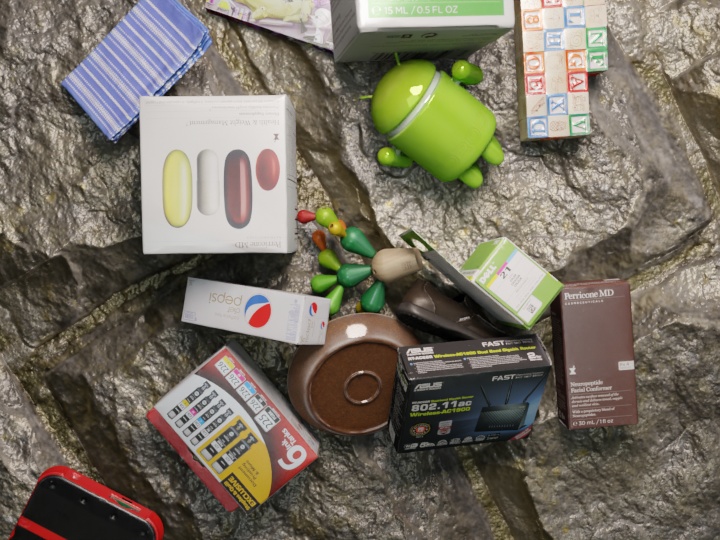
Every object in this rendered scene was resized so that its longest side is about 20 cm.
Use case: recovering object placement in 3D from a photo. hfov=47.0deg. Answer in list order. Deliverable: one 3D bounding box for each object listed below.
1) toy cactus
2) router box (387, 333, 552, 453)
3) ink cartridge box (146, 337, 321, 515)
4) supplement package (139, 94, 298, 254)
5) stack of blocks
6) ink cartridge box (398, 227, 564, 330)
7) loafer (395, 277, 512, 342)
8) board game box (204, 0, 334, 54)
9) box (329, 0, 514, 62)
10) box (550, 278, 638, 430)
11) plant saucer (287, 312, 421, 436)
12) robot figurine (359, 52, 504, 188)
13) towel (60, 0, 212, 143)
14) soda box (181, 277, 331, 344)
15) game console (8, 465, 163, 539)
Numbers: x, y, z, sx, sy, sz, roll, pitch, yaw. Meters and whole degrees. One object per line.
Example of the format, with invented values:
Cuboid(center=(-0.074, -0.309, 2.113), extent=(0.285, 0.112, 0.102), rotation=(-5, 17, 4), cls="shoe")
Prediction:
Cuboid(center=(0.000, 0.000, 1.128), extent=(0.164, 0.102, 0.201), rotation=(-13, 95, 20), cls="toy cactus")
Cuboid(center=(0.142, 0.166, 1.109), extent=(0.199, 0.062, 0.150), rotation=(-5, 130, -12), cls="router box")
Cuboid(center=(-0.185, 0.230, 1.162), extent=(0.175, 0.084, 0.200), rotation=(-40, 93, 3), cls="ink cartridge box")
Cuboid(center=(-0.184, -0.123, 1.107), extent=(0.190, 0.147, 0.201), rotation=(-1, 93, 1), cls="supplement package")
Cuboid(center=(0.275, -0.283, 1.138), extent=(0.114, 0.059, 0.201), rotation=(-3, 94, 0), cls="stack of blocks")
Cuboid(center=(0.155, -0.014, 1.110), extent=(0.200, 0.148, 0.076), rotation=(40, 87, -2), cls="ink cartridge box")
Cuboid(center=(0.145, 0.067, 1.139), extent=(0.199, 0.073, 0.072), rotation=(26, 72, -24), cls="loafer")
Cuboid(center=(-0.104, -0.388, 1.150), extent=(0.199, 0.032, 0.121), rotation=(18, 90, -1), cls="board game box")
Cuboid(center=(0.069, -0.368, 1.050), extent=(0.198, 0.200, 0.172), rotation=(-4, 93, -10), cls="box")
Cuboid(center=(0.326, 0.115, 1.159), extent=(0.100, 0.075, 0.201), rotation=(-5, 92, 1), cls="box")
Cuboid(center=(0.000, 0.154, 1.141), extent=(0.199, 0.035, 0.201), rotation=(-5, 117, -10), cls="plant saucer")
Cuboid(center=(0.099, -0.199, 1.105), extent=(0.200, 0.116, 0.176), rotation=(35, 114, -15), cls="robot figurine")
Cuboid(center=(-0.308, -0.287, 1.130), extent=(0.200, 0.024, 0.145), rotation=(-45, 66, 2), cls="towel")
Cuboid(center=(-0.142, 0.054, 1.112), extent=(0.199, 0.068, 0.064), rotation=(9, 89, 30), cls="soda box")
Cuboid(center=(-0.404, 0.397, 1.205), extent=(0.199, 0.031, 0.177), rotation=(28, 98, -1), cls="game console")
